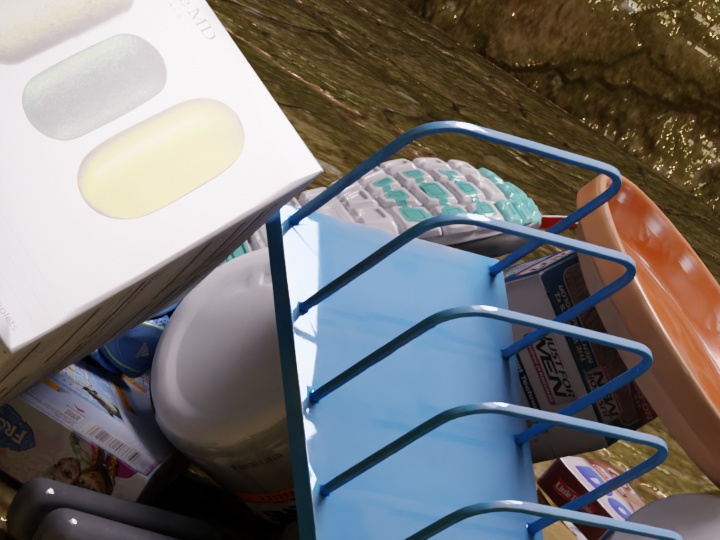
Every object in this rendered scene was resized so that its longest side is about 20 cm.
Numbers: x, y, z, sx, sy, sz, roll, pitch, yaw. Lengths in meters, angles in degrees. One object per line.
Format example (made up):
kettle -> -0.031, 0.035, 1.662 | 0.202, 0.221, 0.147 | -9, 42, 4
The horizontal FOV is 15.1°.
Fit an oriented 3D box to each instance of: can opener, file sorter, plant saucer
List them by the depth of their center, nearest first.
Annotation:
file sorter -> 0.055, 0.051, 1.241 | 0.139, 0.123, 0.200 | 13, 57, -35
can opener -> -0.070, 0.125, 1.285 | 0.200, 0.067, 0.053 | 21, 16, -41
plant saucer -> 0.166, 0.042, 1.367 | 0.200, 0.032, 0.200 | 50, 18, -23

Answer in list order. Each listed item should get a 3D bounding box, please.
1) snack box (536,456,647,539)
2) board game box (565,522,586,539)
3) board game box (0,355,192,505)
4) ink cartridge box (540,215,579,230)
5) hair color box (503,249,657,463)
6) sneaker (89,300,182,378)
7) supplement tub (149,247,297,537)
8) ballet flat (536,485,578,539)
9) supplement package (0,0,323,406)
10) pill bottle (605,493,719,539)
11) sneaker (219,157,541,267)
snack box -> 0.183, 0.183, 1.538 | 0.200, 0.024, 0.072 | 48, 17, 25
board game box -> 0.190, 0.217, 1.614 | 0.200, 0.034, 0.134 | 41, 16, 35
board game box -> -0.176, 0.047, 1.393 | 0.200, 0.041, 0.200 | 32, 13, 5
ink cartridge box -> 0.045, -0.004, 1.559 | 0.200, 0.047, 0.160 | -2, 0, 0
hair color box -> 0.071, 0.055, 1.487 | 0.060, 0.200, 0.100 | -25, 95, -38
sneaker -> -0.149, -0.001, 1.372 | 0.105, 0.076, 0.200 | 39, 14, 30
supplement tub -> -0.007, 0.085, 1.386 | 0.200, 0.123, 0.123 | 45, 1, -43
ballet flat -> 0.076, 0.144, 1.564 | 0.063, 0.069, 0.200 | 4, 26, -35
supplement package -> -0.158, -0.036, 1.233 | 0.200, 0.151, 0.152 | -32, 85, -41
pill bottle -> 0.169, 0.180, 1.379 | 0.116, 0.116, 0.200 | 35, -11, 16
sneaker -> 0.000, 0.000, 1.448 | 0.200, 0.091, 0.078 | -11, 36, -16
